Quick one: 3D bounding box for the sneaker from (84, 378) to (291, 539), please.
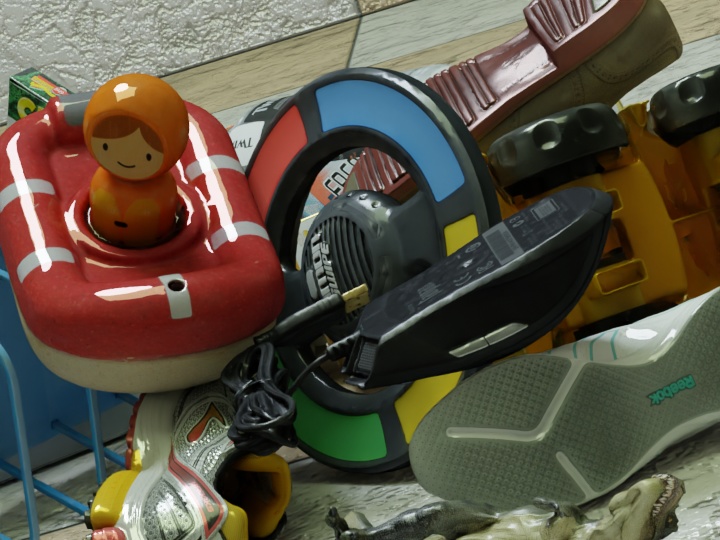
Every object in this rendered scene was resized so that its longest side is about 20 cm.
[{"bbox_3d":[-0.066,0.104,1.240,0.082,0.078,0.200,-11,22,11],"label":"sneaker"}]

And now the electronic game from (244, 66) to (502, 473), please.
[{"bbox_3d":[0.000,0.000,1.303,0.041,0.201,0.200,-2,-2,-41],"label":"electronic game"}]

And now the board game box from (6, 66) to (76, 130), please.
[{"bbox_3d":[-0.121,-0.024,1.460,0.200,0.105,0.023,32,44,27],"label":"board game box"}]

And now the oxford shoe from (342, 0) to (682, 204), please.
[{"bbox_3d":[0.081,-0.076,1.378,0.200,0.075,0.071,-35,35,16],"label":"oxford shoe"}]

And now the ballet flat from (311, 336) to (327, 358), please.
[{"bbox_3d":[-0.055,0.042,1.550,0.067,0.068,0.200,2,22,12],"label":"ballet flat"}]

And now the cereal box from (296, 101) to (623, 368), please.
[{"bbox_3d":[0.063,-0.021,1.473,0.199,0.040,0.144,-24,-25,-1],"label":"cereal box"}]

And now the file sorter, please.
[{"bbox_3d":[-0.175,0.061,1.385,0.200,0.139,0.122,-26,35,-37],"label":"file sorter"}]

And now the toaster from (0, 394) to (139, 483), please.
[{"bbox_3d":[-0.216,0.046,1.595,0.199,0.119,0.181,-21,13,-17],"label":"toaster"}]

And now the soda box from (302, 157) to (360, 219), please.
[{"bbox_3d":[0.001,-0.024,1.580,0.200,0.064,0.069,-13,-42,-56],"label":"soda box"}]

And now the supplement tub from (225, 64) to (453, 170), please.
[{"bbox_3d":[-0.009,-0.066,1.814,0.199,0.123,0.122,-10,14,34],"label":"supplement tub"}]

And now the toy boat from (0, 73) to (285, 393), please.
[{"bbox_3d":[-0.110,-0.037,1.291,0.130,0.131,0.200,-9,44,-15],"label":"toy boat"}]

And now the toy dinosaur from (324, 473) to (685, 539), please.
[{"bbox_3d":[0.040,0.113,1.082,0.200,0.048,0.088,-7,1,44],"label":"toy dinosaur"}]

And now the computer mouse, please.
[{"bbox_3d":[0.027,0.026,1.201,0.200,0.046,0.140,-32,14,-3],"label":"computer mouse"}]

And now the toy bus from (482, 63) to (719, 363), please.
[{"bbox_3d":[0.138,-0.012,1.373,0.199,0.136,0.192,-19,-5,-15],"label":"toy bus"}]

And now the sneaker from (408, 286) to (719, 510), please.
[{"bbox_3d":[0.111,0.062,1.193,0.200,0.071,0.080,-18,-5,-18],"label":"sneaker"}]
